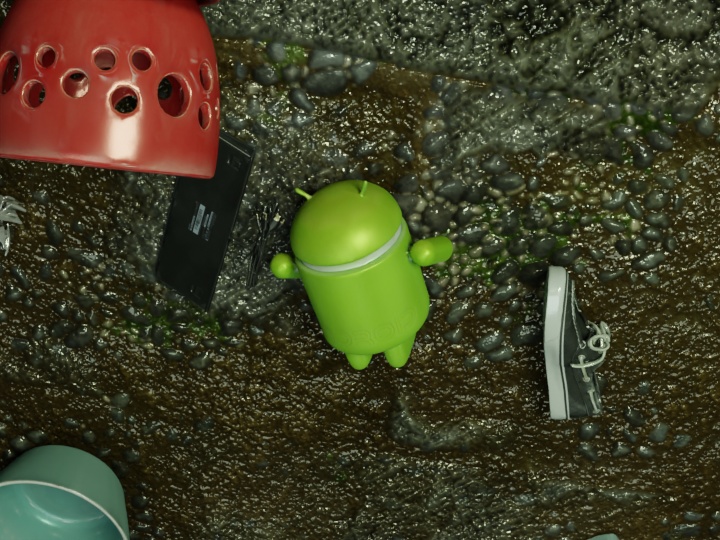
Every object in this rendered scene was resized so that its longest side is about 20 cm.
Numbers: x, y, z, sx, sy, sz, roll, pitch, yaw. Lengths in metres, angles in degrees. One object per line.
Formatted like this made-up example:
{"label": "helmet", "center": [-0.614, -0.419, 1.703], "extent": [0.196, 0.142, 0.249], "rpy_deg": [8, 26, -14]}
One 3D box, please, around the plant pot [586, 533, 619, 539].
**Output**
{"label": "plant pot", "center": [0.260, 0.476, 1.437], "extent": [0.194, 0.201, 0.197], "rpy_deg": [-23, 120, 19]}

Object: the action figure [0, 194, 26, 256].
{"label": "action figure", "center": [-0.426, -0.037, 1.222], "extent": [0.198, 0.070, 0.130], "rpy_deg": [-20, 152, 30]}

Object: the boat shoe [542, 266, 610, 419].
{"label": "boat shoe", "center": [0.224, 0.078, 1.241], "extent": [0.067, 0.074, 0.201], "rpy_deg": [-2, 125, 12]}

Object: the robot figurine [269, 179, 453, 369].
{"label": "robot figurine", "center": [0.000, 0.000, 1.186], "extent": [0.173, 0.116, 0.202], "rpy_deg": [-5, 125, 23]}

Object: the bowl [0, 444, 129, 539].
{"label": "bowl", "center": [-0.358, 0.286, 1.426], "extent": [0.198, 0.106, 0.203], "rpy_deg": [3, 124, 4]}

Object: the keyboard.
{"label": "keyboard", "center": [-0.139, -0.042, 1.211], "extent": [0.126, 0.021, 0.202], "rpy_deg": [33, 127, 15]}

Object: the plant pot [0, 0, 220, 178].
{"label": "plant pot", "center": [-0.215, -0.176, 1.019], "extent": [0.197, 0.200, 0.185], "rpy_deg": [4, 94, 3]}
